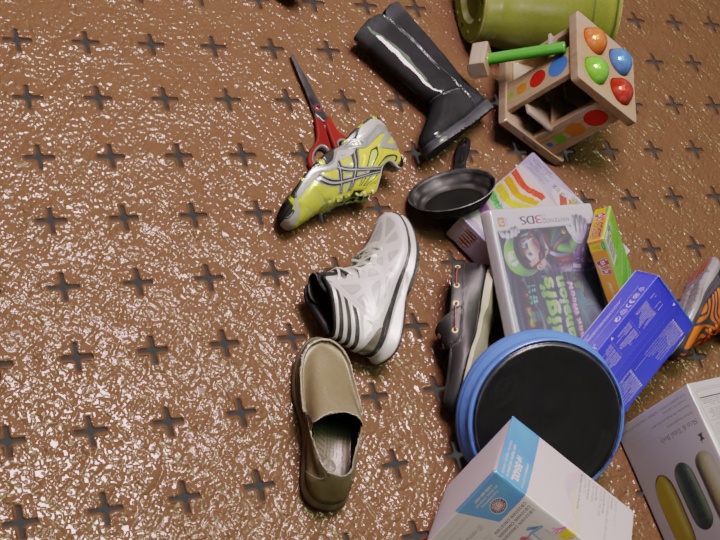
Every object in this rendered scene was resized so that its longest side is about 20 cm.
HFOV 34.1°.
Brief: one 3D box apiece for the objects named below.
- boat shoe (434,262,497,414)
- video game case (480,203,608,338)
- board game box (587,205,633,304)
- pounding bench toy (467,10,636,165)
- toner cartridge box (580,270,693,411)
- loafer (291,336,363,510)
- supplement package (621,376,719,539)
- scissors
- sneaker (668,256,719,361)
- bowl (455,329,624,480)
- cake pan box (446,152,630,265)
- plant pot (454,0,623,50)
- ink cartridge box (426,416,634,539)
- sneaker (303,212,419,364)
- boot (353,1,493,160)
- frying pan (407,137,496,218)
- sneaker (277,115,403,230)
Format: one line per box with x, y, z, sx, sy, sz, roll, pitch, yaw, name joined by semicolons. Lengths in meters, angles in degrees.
0.123;0.082;1.411;0.063;0.074;0.202;5;63;16;boat shoe
0.239;0.019;1.450;0.182;0.023;0.200;-6;82;-37;video game case
0.334;0.027;1.497;0.200;0.030;0.096;65;27;-20;board game box
0.262;-0.268;1.591;0.200;0.156;0.124;30;50;-32;pounding bench toy
0.313;0.105;1.429;0.200;0.043;0.095;-48;118;-14;toner cartridge box
-0.030;0.158;1.282;0.076;0.067;0.200;6;59;-23;loafer
0.442;0.244;1.410;0.150;0.152;0.200;-8;65;-29;supplement package
-0.046;-0.199;1.526;0.073;0.014;0.200;1;60;-23;scissors
0.482;0.072;1.581;0.112;0.078;0.200;40;52;2;sneaker
0.209;0.168;1.345;0.200;0.039;0.201;-1;94;-12;bowl
0.237;-0.034;1.542;0.200;0.052;0.184;48;55;5;cake pan box
0.245;-0.395;1.690;0.192;0.200;0.201;-4;63;-14;plant pot
0.194;0.284;1.254;0.200;0.129;0.125;38;25;0;ink cartridge box
0.000;0.000;1.374;0.115;0.076;0.201;27;54;-28;sneaker
0.068;-0.257;1.577;0.200;0.066;0.165;49;40;0;boot
0.112;-0.115;1.532;0.115;0.031;0.190;-16;28;-2;frying pan
-0.021;-0.110;1.437;0.076;0.075;0.200;47;63;-2;sneaker
